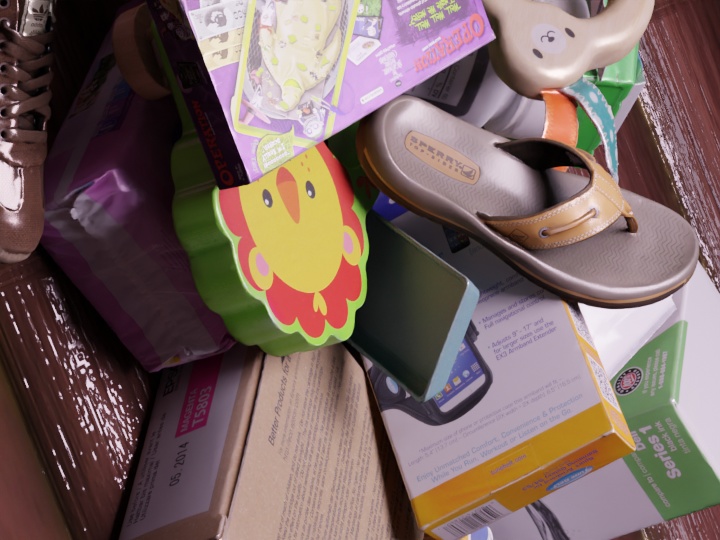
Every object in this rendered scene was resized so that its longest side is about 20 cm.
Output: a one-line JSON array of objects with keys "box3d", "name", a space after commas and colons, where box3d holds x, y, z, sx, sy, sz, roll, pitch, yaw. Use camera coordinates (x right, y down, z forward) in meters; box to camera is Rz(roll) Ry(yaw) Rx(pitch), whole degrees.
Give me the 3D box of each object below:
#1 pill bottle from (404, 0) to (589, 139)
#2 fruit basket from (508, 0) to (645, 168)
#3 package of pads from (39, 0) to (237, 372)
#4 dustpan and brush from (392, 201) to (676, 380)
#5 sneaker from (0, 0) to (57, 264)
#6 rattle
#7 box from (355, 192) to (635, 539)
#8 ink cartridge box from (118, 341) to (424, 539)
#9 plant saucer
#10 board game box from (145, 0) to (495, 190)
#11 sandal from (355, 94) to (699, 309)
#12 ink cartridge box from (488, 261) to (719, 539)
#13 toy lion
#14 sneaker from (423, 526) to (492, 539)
[{"box3d": [0.026, -0.142, 1.468, 0.199, 0.113, 0.114, 13, 53, -18], "name": "pill bottle"}, {"box3d": [0.142, -0.182, 1.761, 0.093, 0.186, 0.201, 9, 55, -12], "name": "fruit basket"}, {"box3d": [-0.098, -0.053, 1.310, 0.121, 0.075, 0.201, 55, 30, -27], "name": "package of pads"}, {"box3d": [0.066, -0.006, 1.429, 0.200, 0.057, 0.140, 47, 61, 0], "name": "dustpan and brush"}, {"box3d": [-0.180, -0.106, 1.192, 0.070, 0.075, 0.201, -7, 78, -63], "name": "sneaker"}, {"box3d": [0.125, -0.160, 1.369, 0.130, 0.143, 0.201, 25, 47, -25], "name": "rattle"}, {"box3d": [0.060, 0.033, 1.349, 0.041, 0.118, 0.201, 40, 27, -54], "name": "box"}, {"box3d": [-0.041, 0.128, 1.293, 0.165, 0.075, 0.201, 52, 31, -30], "name": "ink cartridge box"}, {"box3d": [0.000, 0.000, 1.344, 0.019, 0.070, 0.200, 10, 17, -36], "name": "plant saucer"}, {"box3d": [-0.019, -0.133, 1.227, 0.200, 0.032, 0.121, -33, 103, -43], "name": "board game box"}, {"box3d": [0.094, -0.044, 1.309, 0.199, 0.055, 0.082, 28, 50, -11], "name": "sandal"}, {"box3d": [0.123, 0.092, 1.491, 0.085, 0.199, 0.147, 54, 29, -27], "name": "ink cartridge box"}, {"box3d": [-0.040, -0.057, 1.276, 0.200, 0.068, 0.193, -28, 100, -61], "name": "toy lion"}, {"box3d": [0.053, 0.183, 1.431, 0.088, 0.075, 0.202, -1, 84, -54], "name": "sneaker"}]
